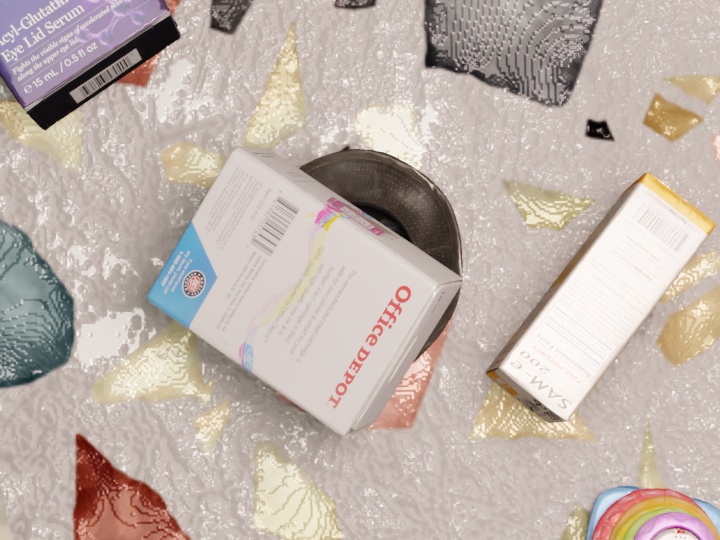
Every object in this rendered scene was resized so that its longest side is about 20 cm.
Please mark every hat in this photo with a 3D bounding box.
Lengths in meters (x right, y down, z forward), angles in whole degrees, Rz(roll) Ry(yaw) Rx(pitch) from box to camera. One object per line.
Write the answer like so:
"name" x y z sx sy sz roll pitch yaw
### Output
"hat" 0.000 0.000 1.711 0.201 0.081 0.201 0 91 17

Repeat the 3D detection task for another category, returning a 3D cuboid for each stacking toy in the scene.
"stacking toy" 0.241 0.226 1.628 0.116 0.200 0.110 11 85 2

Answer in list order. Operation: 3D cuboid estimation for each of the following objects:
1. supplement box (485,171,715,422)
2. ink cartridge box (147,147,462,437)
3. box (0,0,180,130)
"supplement box" 0.193 0.025 1.686 0.074 0.126 0.200 38 86 2
"ink cartridge box" -0.042 0.016 1.637 0.200 0.085 0.145 35 101 14
"box" -0.265 -0.242 1.722 0.148 0.104 0.200 -36 86 -3
